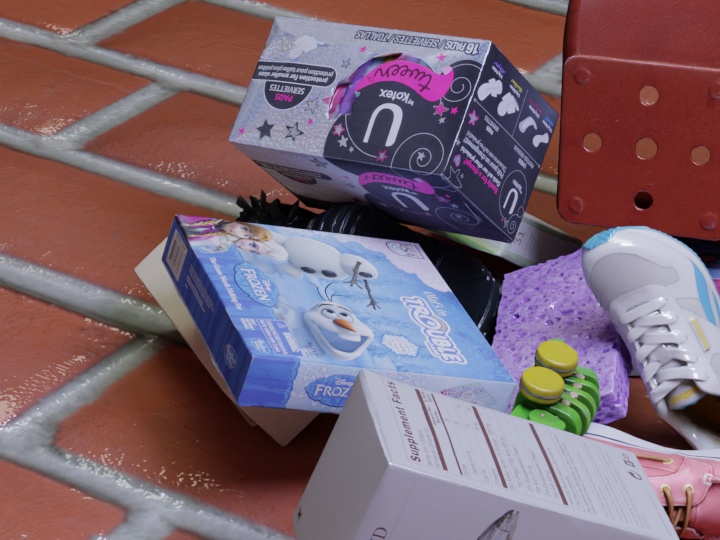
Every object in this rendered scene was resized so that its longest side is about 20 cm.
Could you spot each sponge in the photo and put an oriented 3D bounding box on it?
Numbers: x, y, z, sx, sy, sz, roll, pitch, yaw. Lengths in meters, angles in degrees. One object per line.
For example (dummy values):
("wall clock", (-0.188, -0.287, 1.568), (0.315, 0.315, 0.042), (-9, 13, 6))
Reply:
("sponge", (0.151, 0.052, 1.688), (0.111, 0.030, 0.200), (-18, 31, 23))

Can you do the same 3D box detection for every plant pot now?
("plant pot", (0.244, -0.122, 1.764), (0.199, 0.200, 0.176), (8, 22, 18))

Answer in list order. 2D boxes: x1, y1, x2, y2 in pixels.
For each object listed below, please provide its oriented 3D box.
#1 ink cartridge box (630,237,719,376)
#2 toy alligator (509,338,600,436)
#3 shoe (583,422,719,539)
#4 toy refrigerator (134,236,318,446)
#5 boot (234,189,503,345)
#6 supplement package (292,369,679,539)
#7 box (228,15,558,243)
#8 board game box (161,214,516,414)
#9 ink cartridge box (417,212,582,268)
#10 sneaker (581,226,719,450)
("ink cartridge box", (0.272, 0.009, 1.820), (0.136, 0.077, 0.200), (3, 25, 0))
("toy alligator", (0.126, 0.105, 1.531), (0.054, 0.059, 0.200), (20, 31, 10))
("shoe", (0.203, 0.161, 1.525), (0.200, 0.072, 0.091), (13, 29, 29))
("toy refrigerator", (-0.096, 0.045, 1.688), (0.070, 0.076, 0.200), (-44, 37, 0))
("boot", (0.000, 0.001, 1.786), (0.198, 0.073, 0.162), (31, -16, -29))
("supplement package", (0.075, 0.161, 1.389), (0.200, 0.117, 0.117), (17, 23, -18))
("box", (0.024, -0.107, 1.701), (0.200, 0.115, 0.132), (10, -16, 34))
("board game box", (-0.018, 0.034, 1.577), (0.199, 0.043, 0.200), (7, 26, -26))
("ink cartridge box", (0.071, -0.054, 1.851), (0.145, 0.048, 0.200), (29, 4, 39))
("sneaker", (0.227, 0.051, 1.617), (0.076, 0.200, 0.081), (-27, 26, 29))
